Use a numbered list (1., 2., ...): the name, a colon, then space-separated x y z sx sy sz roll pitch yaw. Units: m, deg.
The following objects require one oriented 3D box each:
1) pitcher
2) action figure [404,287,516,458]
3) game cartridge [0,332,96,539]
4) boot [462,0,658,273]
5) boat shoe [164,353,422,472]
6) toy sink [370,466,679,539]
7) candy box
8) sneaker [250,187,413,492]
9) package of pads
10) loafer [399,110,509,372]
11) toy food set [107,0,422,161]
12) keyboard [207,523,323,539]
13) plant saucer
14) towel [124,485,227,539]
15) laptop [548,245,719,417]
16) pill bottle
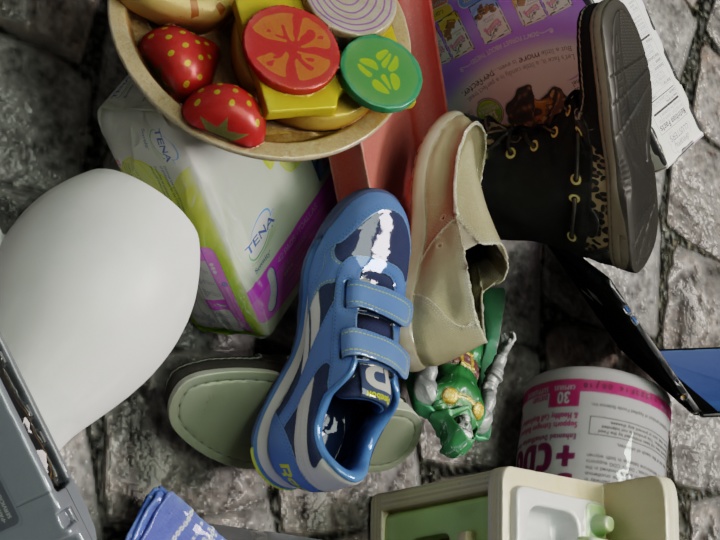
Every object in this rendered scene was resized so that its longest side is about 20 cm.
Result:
1. pitcher: -0.200 0.026 1.148 0.171 0.121 0.201 37 66 -12
2. action figure: 0.067 0.053 1.373 0.117 0.055 0.201 25 41 -23
3. game cartridge: -0.245 0.088 1.070 0.201 0.132 0.042 65 20 -6
4. boot: 0.133 -0.098 1.393 0.073 0.149 0.202 -45 132 -46
5. boat shoe: -0.052 0.090 1.290 0.200 0.061 0.072 14 113 -38
6. toy sink: 0.104 0.207 1.301 0.111 0.199 0.132 15 69 -38
7. candy box: 0.138 -0.153 1.454 0.071 0.167 0.201 -37 104 -48
8. sneaker: -0.002 0.048 1.223 0.074 0.082 0.202 18 84 -34
9. package of pads: -0.082 -0.072 1.259 0.155 0.068 0.201 -56 140 -36
10. loafer: 0.069 -0.020 1.335 0.076 0.068 0.202 64 32 -57
11. toy food set: -0.057 -0.156 1.176 0.196 0.049 0.201 -7 63 -24
12. keyboard: -0.066 0.233 1.264 0.199 0.021 0.128 13 69 -38
13. plant saucer: 0.018 -0.098 1.336 0.201 0.036 0.201 -68 154 -48
14. towel: -0.087 0.246 1.212 0.200 0.024 0.145 43 53 -24
15. laptop: 0.252 0.037 1.487 0.103 0.177 0.201 -37 106 -1
16. pill bottle: 0.166 0.182 1.423 0.113 0.113 0.202 25 62 -34
